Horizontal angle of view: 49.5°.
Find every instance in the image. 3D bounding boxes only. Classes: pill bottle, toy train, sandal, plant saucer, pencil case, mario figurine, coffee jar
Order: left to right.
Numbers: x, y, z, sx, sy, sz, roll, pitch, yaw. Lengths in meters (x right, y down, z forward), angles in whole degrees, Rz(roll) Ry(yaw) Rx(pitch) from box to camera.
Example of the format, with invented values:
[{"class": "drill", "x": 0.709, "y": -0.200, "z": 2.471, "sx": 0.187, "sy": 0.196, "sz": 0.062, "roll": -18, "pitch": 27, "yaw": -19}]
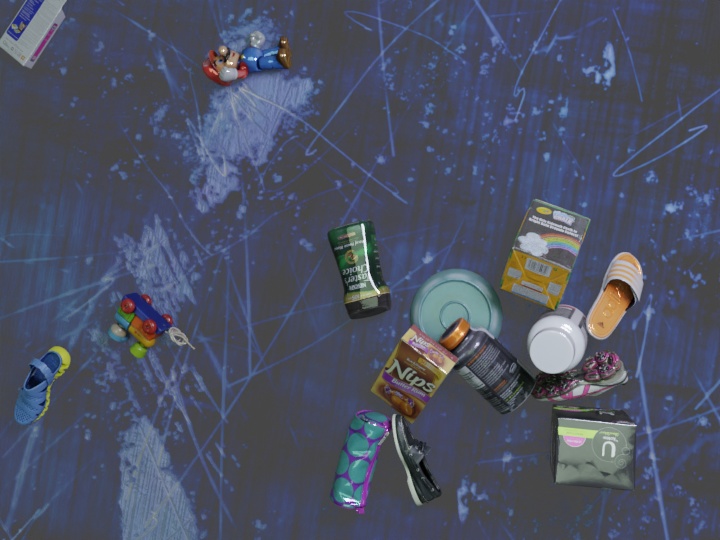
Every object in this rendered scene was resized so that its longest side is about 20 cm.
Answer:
[{"class": "sandal", "x": -0.759, "y": 0.270, "z": 1.821, "sx": 0.079, "sy": 0.087, "sz": 0.202, "roll": 26, "pitch": 96, "yaw": 9}, {"class": "toy train", "x": -0.478, "y": 0.154, "z": 1.773, "sx": 0.200, "sy": 0.085, "sz": 0.116, "roll": 41, "pitch": 107, "yaw": 10}, {"class": "mario figurine", "x": -0.257, "y": -0.474, "z": 1.724, "sx": 0.198, "sy": 0.123, "sz": 0.107, "roll": -11, "pitch": 99, "yaw": 7}, {"class": "coffee jar", "x": 0.000, "y": 0.000, "z": 1.673, "sx": 0.103, "sy": 0.085, "sz": 0.202, "roll": -15, "pitch": 86, "yaw": 11}, {"class": "pencil case", "x": 0.001, "y": 0.403, "z": 1.661, "sx": 0.092, "sy": 0.085, "sz": 0.202, "roll": 19, "pitch": 93, "yaw": 40}, {"class": "plant saucer", "x": 0.202, "y": 0.097, "z": 1.659, "sx": 0.198, "sy": 0.027, "sz": 0.203, "roll": 0, "pitch": 88, "yaw": 11}, {"class": "pill bottle", "x": 0.252, "y": 0.188, "z": 1.585, "sx": 0.200, "sy": 0.106, "sz": 0.106, "roll": 44, "pitch": 97, "yaw": -4}, {"class": "pill bottle", "x": 0.385, "y": 0.136, "z": 1.524, "sx": 0.109, "sy": 0.200, "sz": 0.112, "roll": 3, "pitch": 98, "yaw": 21}, {"class": "sandal", "x": 0.514, "y": 0.048, "z": 1.540, "sx": 0.079, "sy": 0.059, "sz": 0.208, "roll": 34, "pitch": 65, "yaw": -2}]

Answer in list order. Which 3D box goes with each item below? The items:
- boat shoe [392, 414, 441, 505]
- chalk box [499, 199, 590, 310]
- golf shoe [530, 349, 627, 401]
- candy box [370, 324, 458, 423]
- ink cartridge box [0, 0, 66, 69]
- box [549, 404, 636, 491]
[{"class": "boat shoe", "x": 0.121, "y": 0.391, "z": 1.638, "sx": 0.065, "sy": 0.074, "sz": 0.202, "roll": -16, "pitch": 90, "yaw": 16}, {"class": "chalk box", "x": 0.373, "y": -0.047, "z": 1.560, "sx": 0.124, "sy": 0.125, "sz": 0.201, "roll": 22, "pitch": 50, "yaw": 13}, {"class": "golf shoe", "x": 0.442, "y": 0.232, "z": 1.580, "sx": 0.199, "sy": 0.092, "sz": 0.073, "roll": -22, "pitch": 40, "yaw": 29}, {"class": "candy box", "x": 0.107, "y": 0.215, "z": 1.601, "sx": 0.116, "sy": 0.056, "sz": 0.201, "roll": 37, "pitch": 136, "yaw": 11}, {"class": "ink cartridge box", "x": -0.778, "y": -0.594, "z": 1.874, "sx": 0.094, "sy": 0.037, "sz": 0.201, "roll": 38, "pitch": 98, "yaw": 11}, {"class": "box", "x": 0.446, "y": 0.337, "z": 1.513, "sx": 0.147, "sy": 0.200, "sz": 0.126, "roll": 2, "pitch": 89, "yaw": 12}]
